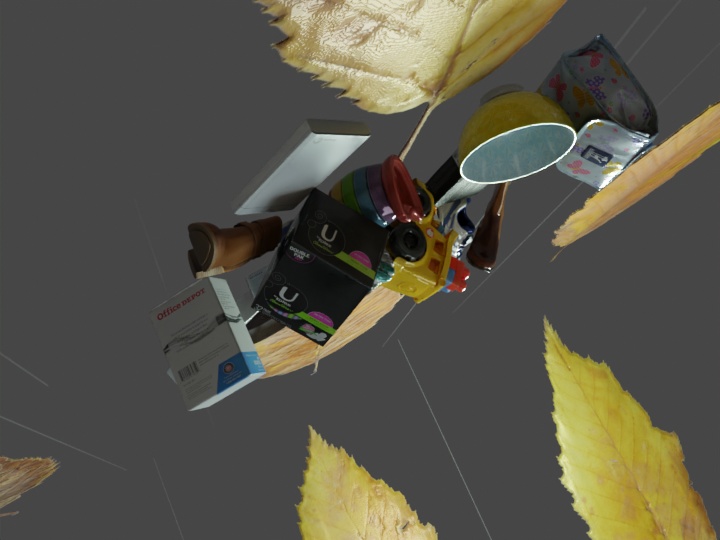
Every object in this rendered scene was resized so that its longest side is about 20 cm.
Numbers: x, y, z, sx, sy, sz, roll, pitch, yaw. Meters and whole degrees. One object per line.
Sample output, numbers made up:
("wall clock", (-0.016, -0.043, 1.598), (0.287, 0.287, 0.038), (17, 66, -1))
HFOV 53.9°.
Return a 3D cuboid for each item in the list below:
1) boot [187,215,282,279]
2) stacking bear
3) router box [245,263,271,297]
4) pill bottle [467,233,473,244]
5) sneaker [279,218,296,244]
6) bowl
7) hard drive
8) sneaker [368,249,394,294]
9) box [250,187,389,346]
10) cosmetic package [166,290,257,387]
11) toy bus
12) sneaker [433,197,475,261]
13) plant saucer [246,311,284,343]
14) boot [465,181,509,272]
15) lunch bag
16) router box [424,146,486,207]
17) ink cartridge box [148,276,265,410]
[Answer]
("boot", (-0.189, -0.046, 1.114), (0.152, 0.078, 0.200), (-21, 167, -20))
("stacking bear", (-0.010, -0.105, 1.189), (0.196, 0.117, 0.121), (-21, 178, 22))
("router box", (-0.125, 0.006, 1.497), (0.196, 0.050, 0.180), (-28, 167, 3))
("pill bottle", (0.159, -0.067, 1.661), (0.197, 0.108, 0.106), (-31, 166, 19))
("sneaker", (-0.069, -0.033, 1.319), (0.080, 0.118, 0.197), (-34, 165, 36))
("bowl", (0.244, -0.236, 1.161), (0.194, 0.111, 0.201), (-11, 163, -4))
("hard drive", (-0.089, -0.149, 1.041), (0.130, 0.027, 0.199), (-12, 159, -50))
("sneaker", (0.001, -0.042, 1.275), (0.076, 0.204, 0.092), (18, 134, -26))
("box", (-0.067, -0.001, 1.143), (0.201, 0.146, 0.126), (-50, -164, 47))
("cosmetic package", (-0.310, 0.145, 1.507), (0.200, 0.052, 0.151), (-45, 180, -42))
("toy bus", (0.125, -0.043, 1.352), (0.188, 0.204, 0.136), (24, 151, -15))
("sneaker", (0.206, -0.070, 1.539), (0.086, 0.205, 0.075), (7, -149, 29))
("plant saucer", (-0.200, 0.107, 1.629), (0.197, 0.033, 0.201), (-30, -167, 7))
("boot", (0.296, -0.116, 1.530), (0.189, 0.067, 0.204), (-54, 163, -56))
("lunch bag", (0.388, -0.254, 1.190), (0.125, 0.202, 0.170), (-30, 170, -21))
("router box", (0.224, -0.205, 1.394), (0.147, 0.052, 0.200), (-20, 165, -35))
("ink cartridge box", (-0.288, 0.136, 1.331), (0.143, 0.204, 0.084), (-29, 169, 12))
